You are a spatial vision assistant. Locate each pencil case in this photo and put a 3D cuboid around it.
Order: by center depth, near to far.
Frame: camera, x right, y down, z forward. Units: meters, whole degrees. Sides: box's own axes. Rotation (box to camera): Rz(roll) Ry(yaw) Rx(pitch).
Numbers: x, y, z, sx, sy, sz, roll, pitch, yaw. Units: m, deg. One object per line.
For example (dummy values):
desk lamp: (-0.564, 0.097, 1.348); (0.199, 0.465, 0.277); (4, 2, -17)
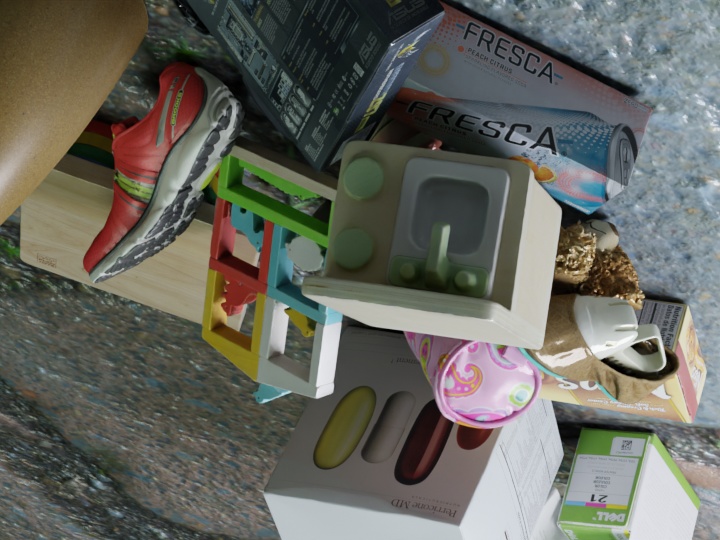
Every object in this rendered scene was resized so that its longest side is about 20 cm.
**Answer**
pencil case: (0.078, 0.044, 1.708); (0.087, 0.087, 0.200); (29, -163, -20)

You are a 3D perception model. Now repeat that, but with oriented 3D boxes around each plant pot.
plant pot: (-0.272, -0.127, 1.594); (0.186, 0.200, 0.186); (15, 154, 7)

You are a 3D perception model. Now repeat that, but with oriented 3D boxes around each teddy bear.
teddy bear: (0.120, -0.021, 1.661); (0.200, 0.067, 0.145); (11, 167, -5)

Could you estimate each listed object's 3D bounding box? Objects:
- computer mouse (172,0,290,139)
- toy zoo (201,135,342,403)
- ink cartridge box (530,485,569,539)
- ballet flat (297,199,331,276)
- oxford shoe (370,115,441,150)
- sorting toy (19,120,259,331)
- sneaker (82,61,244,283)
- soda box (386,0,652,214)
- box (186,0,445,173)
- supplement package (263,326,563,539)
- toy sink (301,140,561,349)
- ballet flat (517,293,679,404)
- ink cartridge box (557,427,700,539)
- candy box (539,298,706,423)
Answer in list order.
computer mouse: (-0.077, -0.149, 1.609); (0.059, 0.034, 0.200); (-3, 146, 41)
toy zoo: (-0.066, 0.011, 1.706); (0.131, 0.020, 0.200); (26, 118, 37)
ink cartridge box: (0.087, 0.271, 2.012); (0.116, 0.200, 0.068); (17, 142, 42)
ballet flat: (0.000, 0.000, 1.712); (0.067, 0.064, 0.200); (50, 179, -25)
oxford shoe: (0.019, -0.093, 1.641); (0.074, 0.071, 0.200); (53, 168, 14)
sorting toy: (-0.177, -0.044, 1.849); (0.200, 0.070, 0.199); (20, 155, 0)
sneaker: (-0.162, -0.077, 1.704); (0.085, 0.077, 0.200); (42, 118, 13)
soda box: (0.093, -0.116, 1.511); (0.200, 0.068, 0.064); (25, 157, -11)
box: (-0.034, -0.171, 1.424); (0.158, 0.051, 0.200); (52, 155, 9)
supplement package: (0.050, 0.178, 1.954); (0.191, 0.200, 0.147); (6, 138, 24)
toy sink: (0.052, -0.019, 1.482); (0.130, 0.112, 0.200); (7, 175, 15)
ballet flat: (0.185, 0.054, 1.664); (0.072, 0.068, 0.200); (-22, 152, 25)
ink cartridge box: (0.236, 0.265, 2.029); (0.076, 0.200, 0.148); (3, 150, 30)
candy box: (0.177, 0.063, 1.834); (0.200, 0.055, 0.115); (8, 153, 22)
